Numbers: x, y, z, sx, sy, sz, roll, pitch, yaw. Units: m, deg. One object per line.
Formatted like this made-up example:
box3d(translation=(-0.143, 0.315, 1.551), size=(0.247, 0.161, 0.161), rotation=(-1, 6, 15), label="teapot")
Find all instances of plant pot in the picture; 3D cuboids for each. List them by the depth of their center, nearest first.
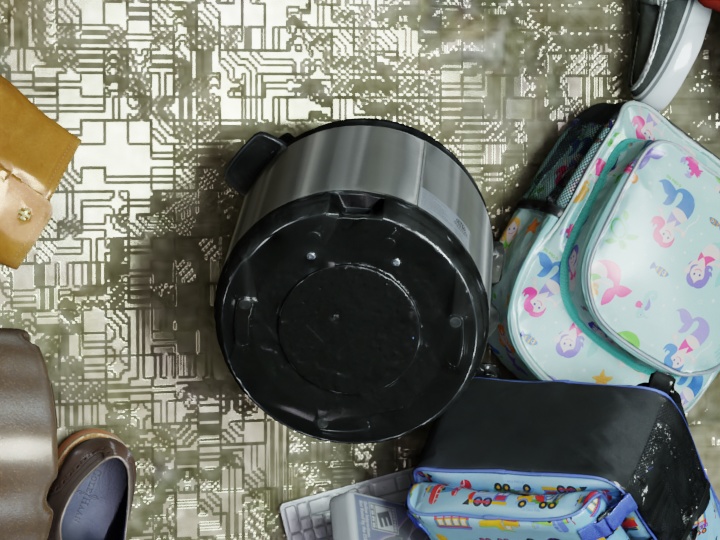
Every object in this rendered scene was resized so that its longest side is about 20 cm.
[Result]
box3d(translation=(-0.299, 0.112, 1.406), size=(0.198, 0.200, 0.201), rotation=(1, 94, -25), label="plant pot")

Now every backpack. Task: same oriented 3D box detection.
box3d(translation=(0.146, 0.167, 1.515), size=(0.200, 0.182, 0.135), rotation=(58, 46, -39), label="backpack")
box3d(translation=(0.185, 0.005, 1.564), size=(0.177, 0.151, 0.200), rotation=(36, 88, -17), label="backpack")

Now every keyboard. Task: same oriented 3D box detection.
box3d(translation=(0.044, 0.163, 1.597), size=(0.200, 0.011, 0.056), rotation=(-14, 98, -16), label="keyboard")

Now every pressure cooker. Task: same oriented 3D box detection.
box3d(translation=(0.002, -0.001, 1.484), size=(0.178, 0.200, 0.176), rotation=(-6, 115, 7), label="pressure cooker")

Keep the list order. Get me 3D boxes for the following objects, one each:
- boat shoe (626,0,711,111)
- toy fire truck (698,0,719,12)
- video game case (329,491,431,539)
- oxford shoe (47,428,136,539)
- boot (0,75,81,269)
box3d(translation=(0.215, -0.210, 1.598), size=(0.057, 0.069, 0.200), rotation=(19, 82, -13), label="boat shoe")
box3d(translation=(0.313, -0.201, 1.582), size=(0.112, 0.168, 0.200), rotation=(21, 67, 21), label="toy fire truck")
box3d(translation=(0.057, 0.255, 1.516), size=(0.182, 0.023, 0.200), rotation=(18, 56, -44), label="video game case")
box3d(translation=(-0.194, 0.203, 1.495), size=(0.071, 0.073, 0.200), rotation=(14, 90, -18), label="oxford shoe")
box3d(translation=(-0.278, -0.039, 1.454), size=(0.144, 0.071, 0.201), rotation=(37, 78, -13), label="boot")
